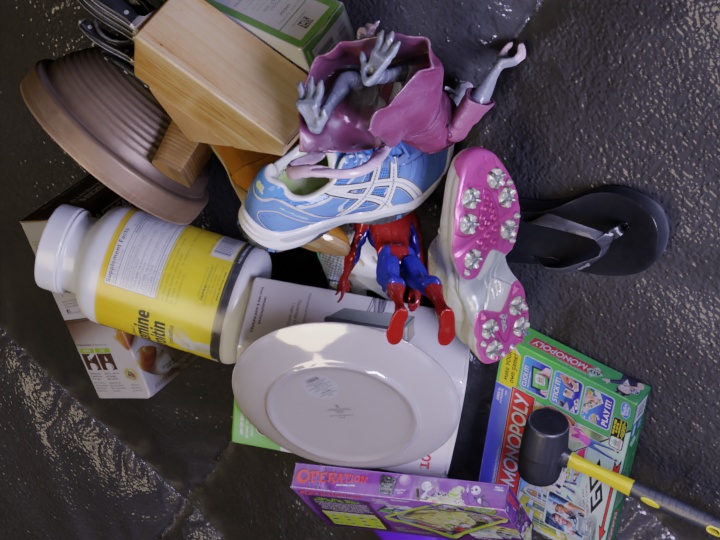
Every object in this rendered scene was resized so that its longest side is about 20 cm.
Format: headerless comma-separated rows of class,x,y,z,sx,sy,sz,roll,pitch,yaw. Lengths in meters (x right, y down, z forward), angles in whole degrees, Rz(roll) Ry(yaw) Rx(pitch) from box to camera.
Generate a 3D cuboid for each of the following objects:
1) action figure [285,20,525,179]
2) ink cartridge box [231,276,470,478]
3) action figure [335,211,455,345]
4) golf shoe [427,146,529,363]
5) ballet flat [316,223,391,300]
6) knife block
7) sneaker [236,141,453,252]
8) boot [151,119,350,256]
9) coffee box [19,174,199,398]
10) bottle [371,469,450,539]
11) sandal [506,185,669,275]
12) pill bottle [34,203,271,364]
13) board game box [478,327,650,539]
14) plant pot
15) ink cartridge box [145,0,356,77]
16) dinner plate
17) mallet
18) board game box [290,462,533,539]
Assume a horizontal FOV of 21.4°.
action figure,0.045,-0.123,1.503,0.133,0.200,0.150,7,84,29
ink cartridge box,-0.008,0.098,1.696,0.199,0.084,0.146,10,138,2
action figure,0.027,0.016,1.587,0.065,0.200,0.099,3,123,-13
golf shoe,0.085,-0.018,1.581,0.091,0.075,0.201,31,138,44
ballet flat,0.000,0.000,1.709,0.072,0.072,0.201,23,136,26
knife block,-0.139,-0.182,1.537,0.200,0.064,0.176,14,148,50
sneaker,-0.005,-0.079,1.559,0.076,0.200,0.077,54,154,22
boot,-0.067,-0.112,1.635,0.201,0.144,0.071,28,166,13
coffee box,-0.235,0.012,1.878,0.080,0.114,0.201,-3,117,41
bottle,0.047,0.223,1.828,0.083,0.065,0.201,1,120,29
sandal,0.164,-0.025,1.568,0.200,0.043,0.076,-1,118,41
pill bottle,-0.189,0.006,1.738,0.199,0.112,0.112,17,131,9
board game box,0.177,0.156,1.699,0.134,0.029,0.201,25,133,23
plant pot,-0.201,-0.141,1.721,0.201,0.201,0.093,42,102,8
ink cartridge box,-0.094,-0.204,1.593,0.200,0.059,0.104,27,158,29
dinner plate,-0.014,0.116,1.637,0.199,0.024,0.201,6,137,6
mallet,0.224,0.191,1.640,0.200,0.041,0.066,29,133,15
board game box,0.048,0.213,1.724,0.199,0.032,0.120,5,162,18
